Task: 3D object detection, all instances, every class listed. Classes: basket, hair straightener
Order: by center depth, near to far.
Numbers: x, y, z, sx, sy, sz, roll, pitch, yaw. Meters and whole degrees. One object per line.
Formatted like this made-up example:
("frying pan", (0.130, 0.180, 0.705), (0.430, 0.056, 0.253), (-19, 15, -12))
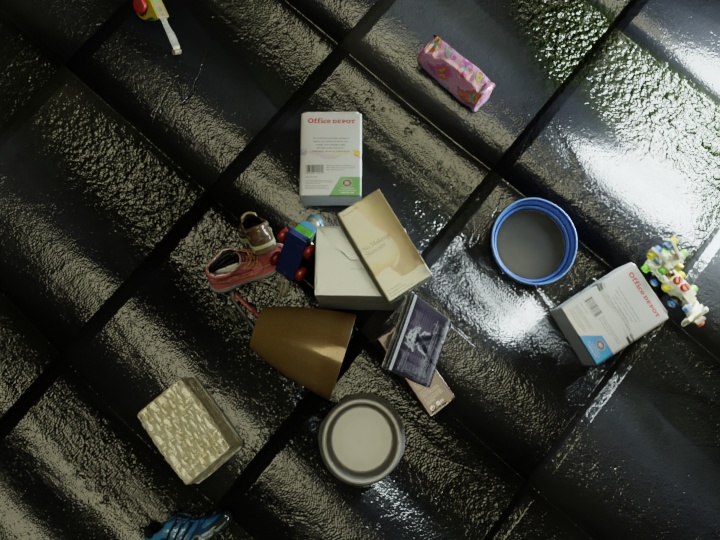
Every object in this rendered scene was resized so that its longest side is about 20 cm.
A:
("basket", (-0.367, 0.342, 1.277), (0.135, 0.123, 0.201), (-39, 81, -7))
("hair straightener", (-0.273, 0.110, 1.359), (0.200, 0.041, 0.077), (43, 82, 7))

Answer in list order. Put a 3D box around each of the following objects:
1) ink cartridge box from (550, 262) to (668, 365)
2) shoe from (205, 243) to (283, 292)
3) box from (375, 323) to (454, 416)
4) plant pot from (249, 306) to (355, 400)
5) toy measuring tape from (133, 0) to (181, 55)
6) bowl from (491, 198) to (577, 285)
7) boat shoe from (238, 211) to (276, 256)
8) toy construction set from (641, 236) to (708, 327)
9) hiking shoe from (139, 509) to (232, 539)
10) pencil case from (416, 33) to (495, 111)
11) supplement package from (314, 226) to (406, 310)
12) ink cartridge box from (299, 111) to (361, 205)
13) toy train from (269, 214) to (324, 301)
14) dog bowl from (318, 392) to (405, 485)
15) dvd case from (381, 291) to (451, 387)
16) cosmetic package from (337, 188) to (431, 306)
("ink cartridge box", (0.557, 0.099, 1.337), (0.198, 0.084, 0.147), (-30, 82, -6))
("shoe", (-0.253, -0.018, 1.344), (0.198, 0.091, 0.072), (-25, 72, -14))
("box", (0.117, 0.215, 1.311), (0.075, 0.100, 0.201), (-36, 83, -6))
("plant pot", (-0.129, 0.155, 1.273), (0.197, 0.186, 0.189), (18, 80, 1))
("toy measuring tape", (-0.514, -0.626, 1.486), (0.073, 0.074, 0.203), (-24, 98, -4))
("bowl", (0.399, -0.065, 1.382), (0.197, 0.039, 0.205), (0, 80, 0))
("boat shoe", (-0.234, -0.097, 1.317), (0.074, 0.202, 0.076), (-26, 114, -17))
("toy construction set", (0.708, 0.029, 1.325), (0.091, 0.131, 0.203), (-23, 81, -3))
("hiking shoe", (-0.371, 0.549, 1.265), (0.197, 0.074, 0.088), (-24, 81, -4))
("pencil case", (0.230, -0.477, 1.442), (0.199, 0.087, 0.088), (41, 82, 7))
("supplement package", (0.000, 0.000, 1.298), (0.187, 0.200, 0.150), (2, 79, 0))
("ink cartridge box", (-0.068, -0.261, 1.402), (0.142, 0.084, 0.204), (0, 80, 0))
("toy train", (-0.147, -0.029, 1.362), (0.084, 0.201, 0.116), (30, 41, 6))
("dog bowl", (0.003, 0.372, 1.304), (0.196, 0.059, 0.204), (0, 80, -1))
("dvd case", (0.116, 0.143, 1.185), (0.016, 0.199, 0.151), (14, 79, 35))
("cosmetic package", (0.045, -0.044, 1.168), (0.104, 0.071, 0.202), (-32, 81, -5))
